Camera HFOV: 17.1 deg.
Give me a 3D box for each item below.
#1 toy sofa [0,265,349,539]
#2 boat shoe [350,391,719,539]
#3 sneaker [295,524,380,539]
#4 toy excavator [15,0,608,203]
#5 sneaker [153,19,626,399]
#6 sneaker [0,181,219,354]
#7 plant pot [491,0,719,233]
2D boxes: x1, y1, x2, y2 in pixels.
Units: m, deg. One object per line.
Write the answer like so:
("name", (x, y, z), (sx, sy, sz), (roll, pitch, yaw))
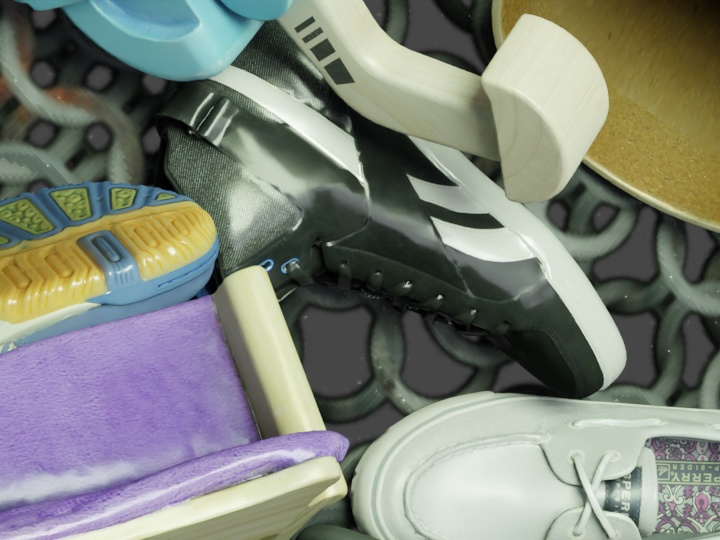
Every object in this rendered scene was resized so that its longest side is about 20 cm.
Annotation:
("toy sofa", (-0.109, 0.062, 0.741), (0.200, 0.098, 0.083), (-15, 73, -22))
("boat shoe", (0.097, 0.087, 0.944), (0.200, 0.068, 0.072), (6, 87, -25))
("sneaker", (0.031, 0.164, 0.900), (0.200, 0.071, 0.099), (39, 67, -35))
("toy excavator", (-0.032, -0.104, 0.828), (0.200, 0.194, 0.100), (53, 52, -28))
("sneaker", (0.000, 0.000, 0.904), (0.200, 0.073, 0.112), (47, 74, -9))
("sneaker", (-0.138, 0.038, 0.836), (0.200, 0.075, 0.088), (-24, 122, -13))
("plant pot", (0.174, -0.145, 0.941), (0.186, 0.186, 0.200), (39, 60, -20))
